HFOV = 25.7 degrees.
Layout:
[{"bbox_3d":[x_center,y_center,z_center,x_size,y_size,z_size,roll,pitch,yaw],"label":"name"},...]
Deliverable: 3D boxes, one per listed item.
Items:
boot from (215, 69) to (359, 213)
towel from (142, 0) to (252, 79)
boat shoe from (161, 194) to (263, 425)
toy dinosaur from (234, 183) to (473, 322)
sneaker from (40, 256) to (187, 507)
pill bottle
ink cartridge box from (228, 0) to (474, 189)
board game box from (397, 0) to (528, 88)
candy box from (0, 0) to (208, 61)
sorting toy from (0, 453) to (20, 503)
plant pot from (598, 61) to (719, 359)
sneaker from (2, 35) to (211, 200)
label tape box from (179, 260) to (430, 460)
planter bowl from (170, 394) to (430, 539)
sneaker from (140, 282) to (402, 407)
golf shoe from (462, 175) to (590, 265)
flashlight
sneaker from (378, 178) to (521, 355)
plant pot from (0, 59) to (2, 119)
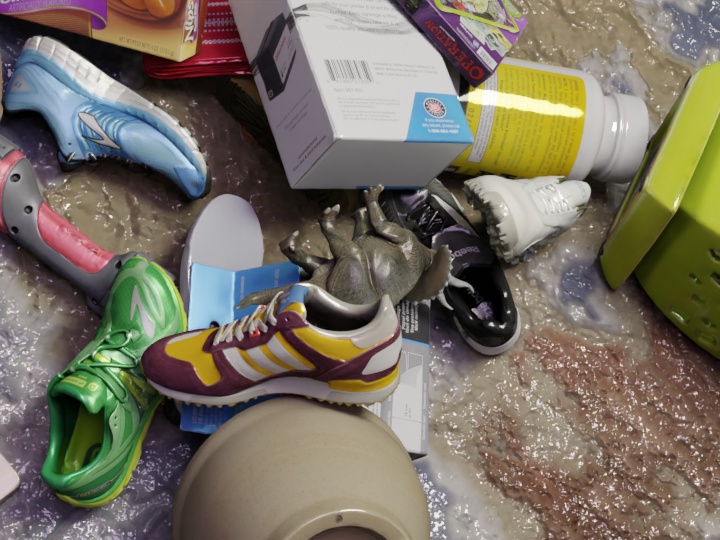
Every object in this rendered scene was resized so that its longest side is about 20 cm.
[{"bbox_3d":[-0.005,-0.170,1.422,0.200,0.066,0.175,-39,84,-26],"label":"boot"},{"bbox_3d":[-0.127,-0.254,1.415,0.144,0.023,0.201,-4,58,-6],"label":"towel"},{"bbox_3d":[-0.131,0.033,1.307,0.068,0.057,0.201,21,64,-28],"label":"boat shoe"},{"bbox_3d":[0.000,0.000,1.242,0.200,0.077,0.102,-22,76,-33],"label":"toy dinosaur"},{"bbox_3d":[-0.193,0.086,1.226,0.074,0.084,0.201,13,82,23],"label":"sneaker"},{"bbox_3d":[0.153,-0.133,1.426,0.199,0.111,0.112,8,67,-12],"label":"pill bottle"},{"bbox_3d":[-0.011,-0.173,1.322,0.145,0.084,0.201,-2,64,-37],"label":"ink cartridge box"},{"bbox_3d":[0.058,-0.260,1.356,0.200,0.032,0.120,48,40,-9],"label":"board game box"},{"bbox_3d":[-0.225,-0.260,1.332,0.199,0.117,0.056,16,22,11],"label":"candy box"},{"bbox_3d":[-0.394,0.140,1.185,0.200,0.070,0.199,-38,83,-25],"label":"sorting toy"},{"bbox_3d":[0.333,-0.055,1.406,0.181,0.199,0.200,26,65,3],"label":"plant pot"},{"bbox_3d":[-0.217,-0.113,1.347,0.200,0.078,0.090,32,83,2],"label":"sneaker"},{"bbox_3d":[-0.040,0.072,1.282,0.200,0.063,0.145,14,67,-31],"label":"label tape box"},{"bbox_3d":[-0.032,0.208,1.176,0.200,0.135,0.201,-4,106,-15],"label":"planter bowl"},{"bbox_3d":[-0.068,0.048,1.188,0.199,0.090,0.075,-1,35,1],"label":"sneaker"},{"bbox_3d":[0.146,-0.058,1.344,0.097,0.200,0.078,-27,85,10],"label":"golf shoe"},{"bbox_3d":[-0.244,-0.034,1.299,0.200,0.068,0.068,35,61,1],"label":"flashlight"},{"bbox_3d":[0.078,-0.019,1.359,0.066,0.091,0.200,-33,86,-5],"label":"sneaker"},{"bbox_3d":[-0.352,-0.130,1.259,0.093,0.201,0.201,49,61,-27],"label":"plant pot"}]
